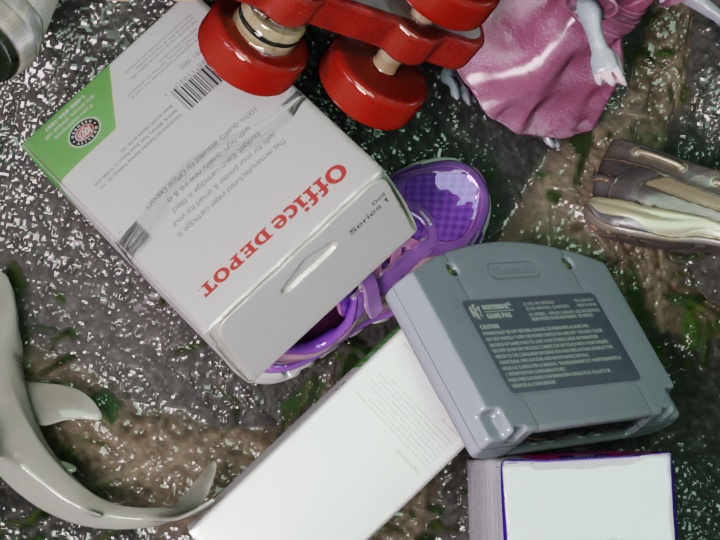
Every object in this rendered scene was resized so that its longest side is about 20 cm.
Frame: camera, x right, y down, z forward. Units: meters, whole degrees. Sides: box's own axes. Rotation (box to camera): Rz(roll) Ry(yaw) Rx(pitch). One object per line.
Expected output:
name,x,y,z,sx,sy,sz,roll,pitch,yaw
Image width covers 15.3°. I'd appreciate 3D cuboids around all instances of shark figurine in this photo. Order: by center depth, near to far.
shark figurine,-0.195,0.111,1.644,0.214,0.090,0.128,41,89,14

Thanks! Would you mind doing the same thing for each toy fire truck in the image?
toy fire truck,-0.017,-0.189,1.601,0.200,0.112,0.168,15,42,-28

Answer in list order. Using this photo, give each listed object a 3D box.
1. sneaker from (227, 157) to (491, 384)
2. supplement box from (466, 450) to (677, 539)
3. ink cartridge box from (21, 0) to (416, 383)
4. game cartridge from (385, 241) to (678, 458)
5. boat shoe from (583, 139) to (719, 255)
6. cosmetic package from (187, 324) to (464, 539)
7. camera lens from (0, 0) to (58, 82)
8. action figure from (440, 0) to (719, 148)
sneaker,0.000,0.000,1.679,0.200,0.088,0.081,-35,88,-7
supplement box,0.125,0.161,1.622,0.101,0.200,0.104,-3,85,-5
ink cartridge box,-0.085,-0.051,1.633,0.146,0.084,0.200,-42,59,-5
game cartridge,0.104,0.045,1.638,0.042,0.200,0.133,-46,63,32
boat shoe,0.244,-0.043,1.706,0.200,0.074,0.073,10,86,-5
cosmetic package,-0.008,0.121,1.662,0.200,0.108,0.085,-42,91,-7
camera lens,-0.245,-0.223,1.623,0.160,0.160,0.200,20,70,-3
action figure,0.150,-0.170,1.668,0.200,0.134,0.149,-47,66,33
